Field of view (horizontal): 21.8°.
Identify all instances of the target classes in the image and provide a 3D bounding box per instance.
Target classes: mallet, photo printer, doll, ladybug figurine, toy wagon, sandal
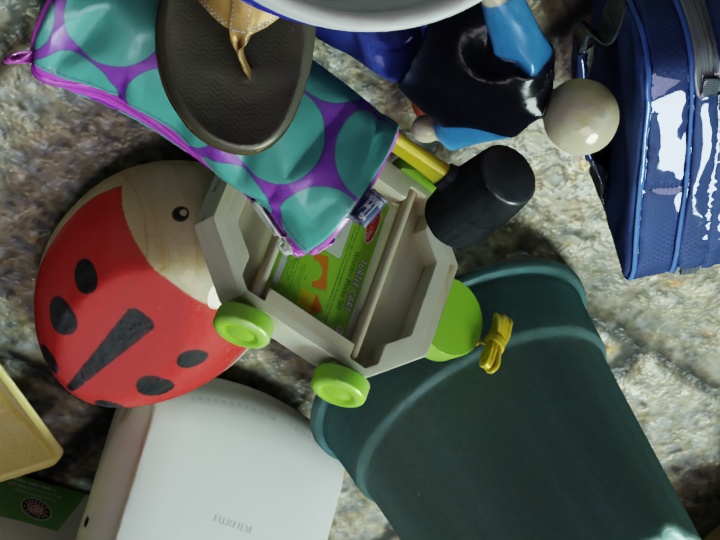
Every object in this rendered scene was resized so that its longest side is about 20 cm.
[{"bbox_3d":[0.010,-0.085,1.027,0.200,0.041,0.066,38,141,-21],"label":"mallet"},{"bbox_3d":[-0.101,0.172,1.219,0.166,0.200,0.069,24,165,-29],"label":"photo printer"},{"bbox_3d":[0.042,-0.118,0.961,0.200,0.049,0.137,31,144,2],"label":"doll"},{"bbox_3d":[-0.127,0.019,1.105,0.136,0.072,0.200,36,129,-9],"label":"ladybug figurine"},{"bbox_3d":[0.000,0.000,1.063,0.200,0.155,0.040,34,150,-24],"label":"toy wagon"},{"bbox_3d":[-0.048,-0.156,0.901,0.082,0.055,0.200,18,96,-3],"label":"sandal"}]

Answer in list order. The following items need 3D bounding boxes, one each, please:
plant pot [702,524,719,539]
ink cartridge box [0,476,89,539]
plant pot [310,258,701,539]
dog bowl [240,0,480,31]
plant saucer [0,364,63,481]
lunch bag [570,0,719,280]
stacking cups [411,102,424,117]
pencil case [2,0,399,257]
[{"bbox_3d":[0.285,0.287,1.424,0.186,0.187,0.200,21,142,-28],"label":"plant pot"},{"bbox_3d":[-0.201,0.249,1.260,0.146,0.200,0.084,21,128,-28],"label":"ink cartridge box"},{"bbox_3d":[0.099,0.131,1.155,0.200,0.196,0.200,-21,147,-15],"label":"plant pot"},{"bbox_3d":[-0.003,-0.208,0.837,0.200,0.079,0.201,-3,99,-15],"label":"dog bowl"},{"bbox_3d":[-0.314,0.073,1.169,0.200,0.049,0.200,-17,137,8],"label":"plant saucer"},{"bbox_3d":[0.182,-0.095,1.019,0.132,0.136,0.200,-9,135,-2],"label":"lunch bag"},{"bbox_3d":[0.055,-0.160,0.995,0.060,0.061,0.200,-2,141,-8],"label":"stacking cups"},{"bbox_3d":[-0.077,-0.089,0.974,0.200,0.085,0.093,34,81,-9],"label":"pencil case"}]
